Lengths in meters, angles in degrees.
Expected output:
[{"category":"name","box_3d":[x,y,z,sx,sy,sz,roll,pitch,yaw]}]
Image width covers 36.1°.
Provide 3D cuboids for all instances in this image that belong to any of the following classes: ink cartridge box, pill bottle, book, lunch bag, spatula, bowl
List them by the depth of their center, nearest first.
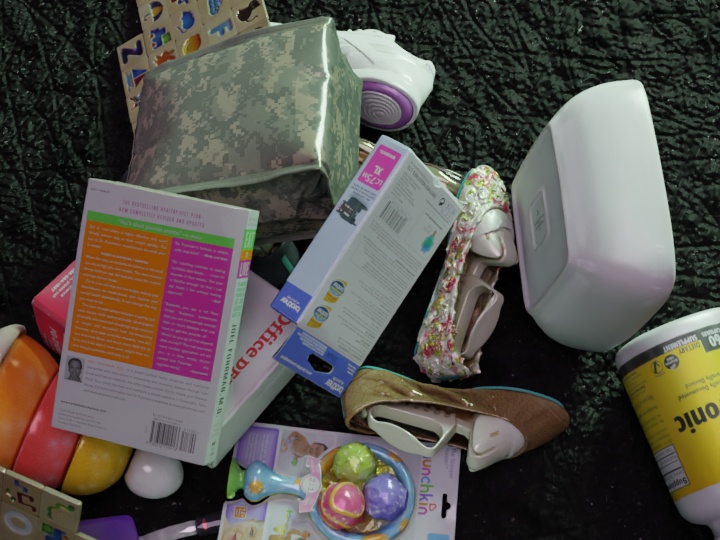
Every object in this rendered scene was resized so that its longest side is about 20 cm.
[{"category":"book","box_3d":[-0.161,0.039,0.865,0.133,0.048,0.201,12,94,13]},{"category":"pill bottle","box_3d":[0.298,0.142,0.913,0.111,0.111,0.201,-19,72,-3]},{"category":"ink cartridge box","box_3d":[0.000,0.000,0.920,0.042,0.119,0.200,28,84,33]},{"category":"bowl","box_3d":[0.183,-0.041,0.930,0.074,0.200,0.201,-1,70,-8]},{"category":"lunch bag","box_3d":[-0.106,-0.109,0.954,0.199,0.118,0.165,-7,59,15]},{"category":"spatula","box_3d":[-0.156,0.227,0.955,0.199,0.021,0.057,-12,69,-2]},{"category":"ink cartridge box","box_3d":[-0.159,0.053,0.965,0.200,0.084,0.145,34,60,14]}]

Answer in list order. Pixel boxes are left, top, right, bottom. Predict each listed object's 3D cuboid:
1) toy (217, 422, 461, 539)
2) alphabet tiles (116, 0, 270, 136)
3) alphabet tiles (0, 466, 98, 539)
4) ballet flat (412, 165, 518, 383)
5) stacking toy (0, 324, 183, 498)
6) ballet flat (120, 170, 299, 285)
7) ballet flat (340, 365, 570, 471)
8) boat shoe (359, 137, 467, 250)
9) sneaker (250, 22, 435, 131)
[{"category":"toy","box_3d":[-0.017,0.185,0.937,0.199,0.047,0.116,4,59,6]},{"category":"alphabet tiles","box_3d":[-0.168,-0.233,1.088,0.167,0.008,0.201,-26,60,16]},{"category":"alphabet tiles","box_3d":[-0.296,0.220,0.904,0.199,0.167,0.006,22,35,7]},{"category":"ballet flat","box_3d":[0.105,0.006,0.979,0.064,0.075,0.201,12,85,46]},{"category":"stacking toy","box_3d":[-0.248,0.148,0.953,0.199,0.146,0.147,25,73,-9]},{"category":"ballet flat","box_3d":[-0.144,-0.054,1.027,0.200,0.073,0.073,30,75,13]},{"category":"ballet flat","box_3d":[0.077,0.132,0.943,0.199,0.068,0.072,12,40,6]},{"category":"boat shoe","box_3d":[0.007,-0.074,1.023,0.199,0.076,0.074,18,76,10]},{"category":"sneaker","box_3d":[-0.021,-0.200,1.081,0.199,0.075,0.100,23,49,14]}]
